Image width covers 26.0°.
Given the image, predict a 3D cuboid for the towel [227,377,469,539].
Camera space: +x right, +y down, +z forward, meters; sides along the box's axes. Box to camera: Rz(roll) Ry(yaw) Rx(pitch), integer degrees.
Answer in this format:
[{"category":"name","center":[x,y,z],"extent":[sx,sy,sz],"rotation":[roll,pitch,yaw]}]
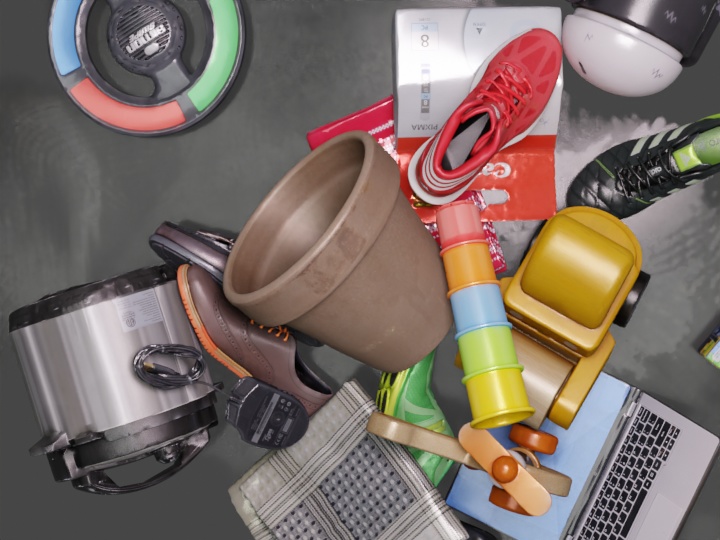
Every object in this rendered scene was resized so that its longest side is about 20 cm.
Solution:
[{"category":"towel","center":[-0.020,0.235,1.490],"extent":[0.200,0.034,0.193],"rotation":[-44,73,25]}]

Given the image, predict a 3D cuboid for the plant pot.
[{"category":"plant pot","center":[0.000,0.000,1.439],"extent":[0.174,0.200,0.200],"rotation":[40,96,-21]}]

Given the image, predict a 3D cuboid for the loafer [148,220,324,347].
[{"category":"loafer","center":[-0.110,0.002,1.527],"extent":[0.199,0.072,0.063],"rotation":[31,72,-2]}]

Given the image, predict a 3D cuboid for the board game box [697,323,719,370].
[{"category":"board game box","center":[0.447,0.056,1.477],"extent":[0.165,0.057,0.200],"rotation":[40,95,0]}]

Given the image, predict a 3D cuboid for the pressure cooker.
[{"category":"pressure cooker","center":[-0.230,0.109,1.481],"extent":[0.175,0.179,0.202],"rotation":[-18,90,3]}]

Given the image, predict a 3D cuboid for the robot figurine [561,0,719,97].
[{"category":"robot figurine","center":[0.265,-0.260,1.445],"extent":[0.149,0.125,0.201],"rotation":[25,95,6]}]

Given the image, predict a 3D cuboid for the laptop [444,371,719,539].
[{"category":"laptop","center":[0.207,0.193,1.479],"extent":[0.115,0.200,0.188],"rotation":[21,96,-30]}]

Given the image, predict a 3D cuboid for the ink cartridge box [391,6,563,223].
[{"category":"ink cartridge box","center":[0.112,-0.148,1.484],"extent":[0.159,0.047,0.202],"rotation":[-1,88,-5]}]

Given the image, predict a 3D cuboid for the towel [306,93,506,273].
[{"category":"towel","center":[0.044,-0.069,1.524],"extent":[0.144,0.022,0.201],"rotation":[-21,91,7]}]

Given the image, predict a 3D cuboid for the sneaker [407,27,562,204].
[{"category":"sneaker","center":[0.129,-0.145,1.399],"extent":[0.078,0.115,0.201],"rotation":[37,78,-6]}]

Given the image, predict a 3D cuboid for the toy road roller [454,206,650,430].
[{"category":"toy road roller","center":[0.181,0.034,1.432],"extent":[0.122,0.146,0.201],"rotation":[29,76,11]}]

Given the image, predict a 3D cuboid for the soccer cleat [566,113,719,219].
[{"category":"soccer cleat","center":[0.287,-0.101,1.470],"extent":[0.199,0.081,0.068],"rotation":[-24,91,6]}]

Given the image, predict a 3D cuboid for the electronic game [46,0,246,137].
[{"category":"electronic game","center":[-0.210,-0.231,1.529],"extent":[0.198,0.042,0.202],"rotation":[0,93,5]}]

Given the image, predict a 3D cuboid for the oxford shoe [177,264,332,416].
[{"category":"oxford shoe","center":[-0.102,0.063,1.499],"extent":[0.072,0.071,0.200],"rotation":[-29,116,16]}]

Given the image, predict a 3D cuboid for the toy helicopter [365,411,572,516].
[{"category":"toy helicopter","center":[0.101,0.171,1.423],"extent":[0.199,0.132,0.079],"rotation":[19,91,-11]}]

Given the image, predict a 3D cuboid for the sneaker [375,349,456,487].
[{"category":"sneaker","center":[0.056,0.155,1.517],"extent":[0.083,0.074,0.202],"rotation":[4,98,-10]}]

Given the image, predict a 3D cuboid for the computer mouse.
[{"category":"computer mouse","center":[-0.128,0.113,1.443],"extent":[0.199,0.034,0.059],"rotation":[31,88,-34]}]

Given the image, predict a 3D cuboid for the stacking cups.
[{"category":"stacking cups","center":[0.101,0.038,1.390],"extent":[0.060,0.061,0.202],"rotation":[-16,74,6]}]

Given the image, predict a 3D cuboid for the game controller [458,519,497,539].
[{"category":"game controller","center":[0.058,0.334,1.521],"extent":[0.104,0.042,0.201],"rotation":[27,97,-15]}]
